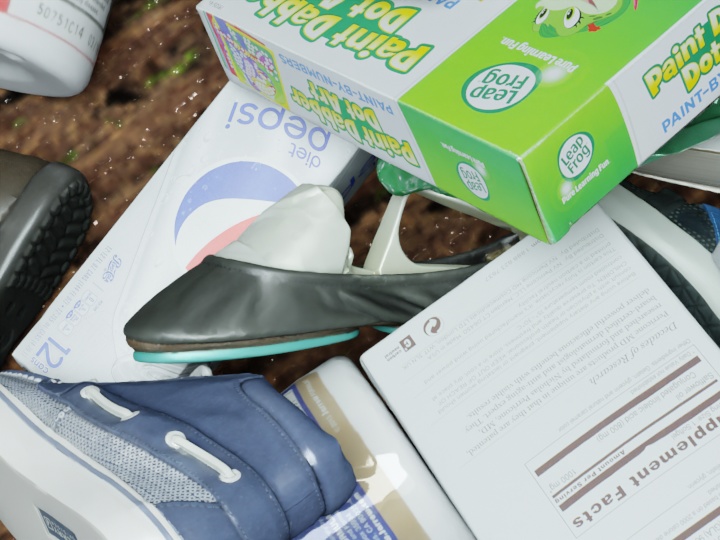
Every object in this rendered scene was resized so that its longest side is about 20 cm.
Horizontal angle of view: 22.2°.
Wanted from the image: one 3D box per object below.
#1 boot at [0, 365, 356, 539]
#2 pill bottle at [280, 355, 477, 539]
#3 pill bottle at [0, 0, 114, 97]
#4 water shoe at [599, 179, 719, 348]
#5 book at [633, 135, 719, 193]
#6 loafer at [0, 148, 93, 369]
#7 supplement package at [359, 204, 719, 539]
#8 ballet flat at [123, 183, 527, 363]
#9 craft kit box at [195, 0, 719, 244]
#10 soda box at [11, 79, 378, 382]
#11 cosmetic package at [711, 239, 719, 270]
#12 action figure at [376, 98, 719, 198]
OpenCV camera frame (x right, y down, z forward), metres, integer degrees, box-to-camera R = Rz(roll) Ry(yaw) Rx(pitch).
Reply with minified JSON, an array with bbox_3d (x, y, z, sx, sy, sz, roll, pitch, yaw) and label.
[{"bbox_3d":[-0.086,0.070,0.697,0.090,0.199,0.073,-32,123,-24],"label":"boot"},{"bbox_3d":[-0.055,0.134,0.740,0.199,0.111,0.111,-36,81,-2],"label":"pill bottle"},{"bbox_3d":[-0.143,-0.187,0.790,0.113,0.114,0.202,16,83,6],"label":"pill bottle"},{"bbox_3d":[0.165,0.010,0.777,0.199,0.072,0.079,35,55,12],"label":"water shoe"},{"bbox_3d":[0.150,-0.138,0.787,0.132,0.048,0.202,12,73,6],"label":"book"},{"bbox_3d":[-0.194,0.031,0.790,0.071,0.073,0.201,30,78,15],"label":"loafer"},{"bbox_3d":[0.105,0.093,0.663,0.109,0.114,0.200,-35,53,1],"label":"supplement package"},{"bbox_3d":[0.000,0.000,0.734,0.198,0.068,0.069,-1,94,-26],"label":"ballet flat"},{"bbox_3d":[0.068,-0.115,0.693,0.197,0.049,0.199,-43,41,-17],"label":"craft kit box"},{"bbox_3d":[-0.058,-0.019,0.784,0.063,0.068,0.200,38,85,8],"label":"soda box"},{"bbox_3d":[0.248,-0.028,0.710,0.198,0.107,0.091,-14,61,-21],"label":"cosmetic package"},{"bbox_3d":[0.097,-0.076,0.720,0.199,0.055,0.119,-26,57,-7],"label":"action figure"}]
